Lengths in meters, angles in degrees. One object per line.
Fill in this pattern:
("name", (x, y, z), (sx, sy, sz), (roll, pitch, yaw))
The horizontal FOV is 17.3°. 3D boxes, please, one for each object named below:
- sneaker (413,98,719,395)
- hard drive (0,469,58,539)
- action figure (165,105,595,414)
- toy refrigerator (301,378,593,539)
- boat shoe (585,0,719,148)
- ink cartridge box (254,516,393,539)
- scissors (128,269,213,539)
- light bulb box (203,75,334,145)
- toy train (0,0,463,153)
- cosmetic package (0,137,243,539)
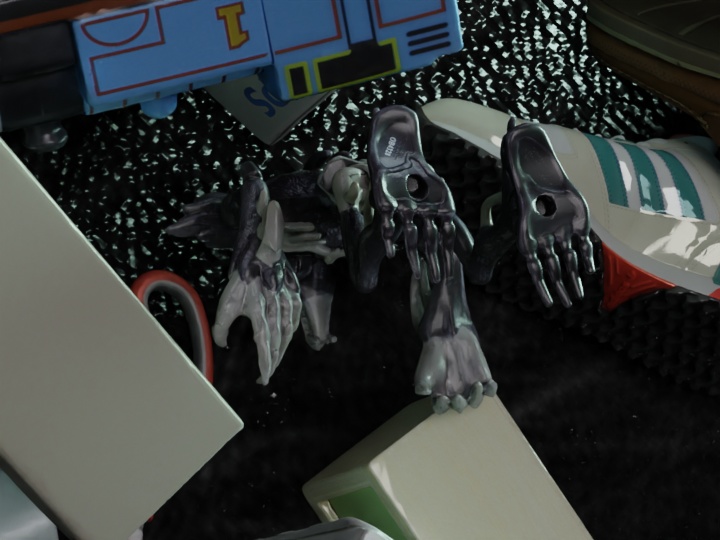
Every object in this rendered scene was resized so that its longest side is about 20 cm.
("sneaker", (0.107, -0.027, 1.011), (0.199, 0.070, 0.094), (28, 48, -10))
("hard drive", (-0.222, 0.062, 0.866), (0.200, 0.027, 0.132), (-13, 84, -25))
("action figure", (0.000, 0.000, 0.880), (0.119, 0.200, 0.102), (4, 81, -22))
("toy refrigerator", (0.064, 0.148, 0.939), (0.070, 0.076, 0.200), (-36, 94, -25))
("boat shoe", (0.174, -0.061, 0.985), (0.072, 0.200, 0.068), (-24, 131, -44))
("ink cartridge box", (-0.041, 0.200, 0.844), (0.086, 0.146, 0.200), (36, 67, -13))
("scissors", (-0.086, 0.098, 0.921), (0.073, 0.014, 0.201), (-1, 77, -25))
("light bulb box", (-0.032, -0.197, 0.950), (0.200, 0.125, 0.198), (43, 67, -7))
("toy train", (-0.063, -0.108, 0.808), (0.200, 0.087, 0.115), (-15, 113, -11))
("cosmetic package", (-0.139, -0.004, 0.803), (0.073, 0.103, 0.200), (-43, 119, -11))
